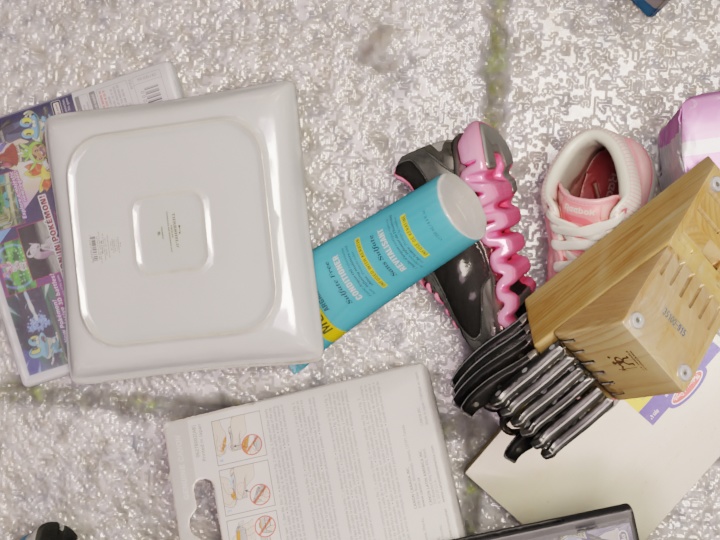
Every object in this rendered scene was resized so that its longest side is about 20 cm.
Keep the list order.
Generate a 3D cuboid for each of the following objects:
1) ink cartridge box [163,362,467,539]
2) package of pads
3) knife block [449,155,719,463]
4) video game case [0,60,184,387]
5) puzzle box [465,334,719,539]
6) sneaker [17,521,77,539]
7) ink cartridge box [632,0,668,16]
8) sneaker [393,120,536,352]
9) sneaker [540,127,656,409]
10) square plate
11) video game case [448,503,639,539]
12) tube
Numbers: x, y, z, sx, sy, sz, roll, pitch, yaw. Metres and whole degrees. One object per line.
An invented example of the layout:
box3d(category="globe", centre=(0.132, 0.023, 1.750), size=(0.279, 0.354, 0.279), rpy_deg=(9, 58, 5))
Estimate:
box3d(category="ink cartridge box", centre=(-0.031, 0.167, 0.930), size=(0.198, 0.050, 0.162), rpy_deg=(-14, 68, 6))
box3d(category="package of pads", centre=(0.307, -0.088, 0.883), size=(0.198, 0.120, 0.076), rpy_deg=(-8, 88, 5))
box3d(category="knife block", centre=(0.151, 0.030, 0.845), size=(0.064, 0.175, 0.200), rpy_deg=(46, 62, -18))
box3d(category="video game case", centre=(-0.197, -0.034, 0.977), size=(0.181, 0.023, 0.202), rpy_deg=(-17, 91, 5))
box3d(category="puzzle box", centre=(0.189, 0.116, 0.949), size=(0.133, 0.025, 0.200), rpy_deg=(41, 95, 3))
box3d(category="sneaker", centre=(-0.227, 0.292, 0.979), size=(0.086, 0.075, 0.202), rpy_deg=(-20, 90, 23))
box3d(category="ink cartridge box", centre=(0.178, -0.256, 0.847), size=(0.086, 0.200, 0.146), rpy_deg=(-44, 89, 5))
box3d(category="sneaker", centre=(0.073, -0.002, 0.940), size=(0.095, 0.079, 0.202), rpy_deg=(-10, 88, 21))
box3d(category="sneaker", centre=(0.154, -0.003, 0.893), size=(0.075, 0.105, 0.202), rpy_deg=(8, 84, 25))
box3d(category="square plate", centre=(-0.132, -0.025, 0.933), size=(0.196, 0.028, 0.202), rpy_deg=(-6, 89, 12))
box3d(category="video game case", centre=(0.112, 0.272, 0.860), size=(0.179, 0.026, 0.202), rpy_deg=(-12, 90, 5))
box3d(category="tube", centre=(0.000, 0.000, 0.925), size=(0.199, 0.050, 0.078), rpy_deg=(-33, 83, 34))
